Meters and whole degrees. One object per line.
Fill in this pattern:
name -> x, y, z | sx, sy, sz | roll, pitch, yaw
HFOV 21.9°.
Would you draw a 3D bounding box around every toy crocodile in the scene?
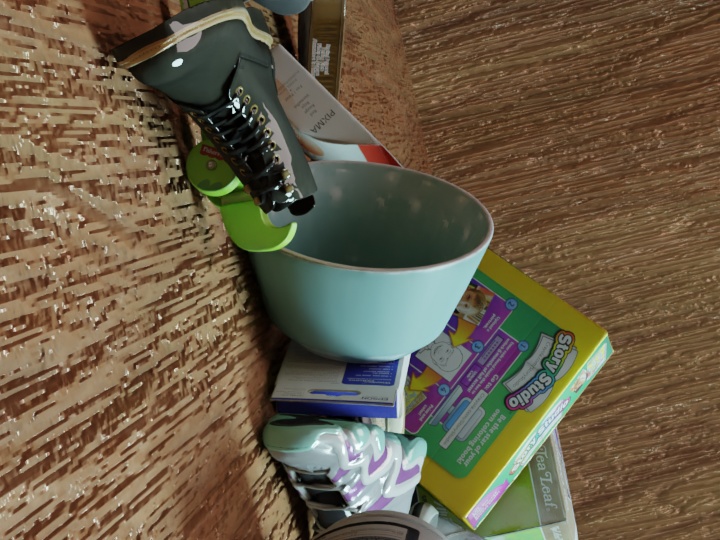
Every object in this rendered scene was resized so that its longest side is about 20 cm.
toy crocodile -> -0.092, -0.107, 1.313 | 0.068, 0.061, 0.201 | 52, 26, -74

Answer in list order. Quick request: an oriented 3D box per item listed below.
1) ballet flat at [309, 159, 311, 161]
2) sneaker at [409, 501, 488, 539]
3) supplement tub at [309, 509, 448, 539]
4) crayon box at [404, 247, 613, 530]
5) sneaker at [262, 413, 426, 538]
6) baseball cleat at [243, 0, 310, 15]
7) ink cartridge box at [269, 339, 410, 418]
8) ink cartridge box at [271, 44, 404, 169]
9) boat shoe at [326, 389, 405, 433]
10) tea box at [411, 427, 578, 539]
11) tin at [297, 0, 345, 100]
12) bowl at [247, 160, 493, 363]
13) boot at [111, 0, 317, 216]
ballet flat -> 0.001, -0.053, 1.801 | 0.200, 0.068, 0.068 | -124, -151, -59
sneaker -> 0.072, 0.293, 1.524 | 0.075, 0.115, 0.201 | -50, -160, 54
supplement tub -> 0.006, 0.238, 1.181 | 0.200, 0.140, 0.141 | -54, 131, -80
crayon box -> 0.089, 0.090, 1.608 | 0.172, 0.200, 0.058 | 36, -8, 20
sneaker -> -0.014, 0.184, 1.399 | 0.200, 0.077, 0.141 | 19, 77, -57
baseball cleat -> -0.094, -0.254, 1.588 | 0.200, 0.069, 0.107 | 50, 34, -56
ink cartridge box -> -0.012, 0.079, 1.462 | 0.200, 0.094, 0.037 | -71, 163, -73
ink cartridge box -> -0.008, -0.095, 1.645 | 0.200, 0.050, 0.162 | 48, -1, 16
boat shoe -> -0.004, 0.176, 1.523 | 0.072, 0.065, 0.201 | -8, -102, 62
tea box -> 0.083, 0.168, 1.688 | 0.134, 0.196, 0.201 | 62, 18, -65
tin -> -0.040, -0.252, 1.884 | 0.200, 0.042, 0.112 | 96, -6, -50
bowl -> 0.000, 0.000, 1.458 | 0.201, 0.200, 0.105 | -88, -177, -63
boot -> -0.079, -0.096, 1.190 | 0.139, 0.077, 0.200 | 69, 20, 0
